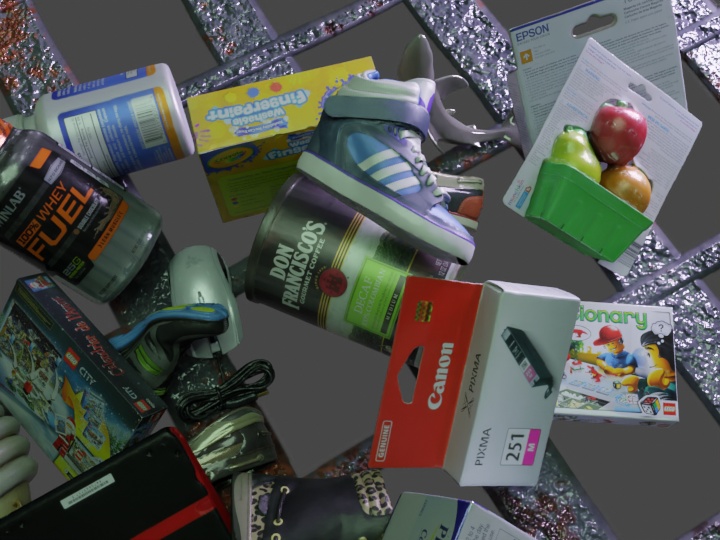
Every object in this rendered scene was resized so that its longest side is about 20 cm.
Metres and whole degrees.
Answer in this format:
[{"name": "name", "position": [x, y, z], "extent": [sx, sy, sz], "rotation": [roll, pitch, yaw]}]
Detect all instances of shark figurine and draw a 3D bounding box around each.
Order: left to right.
[{"name": "shark figurine", "position": [0.106, -0.163, 1.031], "extent": [0.214, 0.128, 0.090], "rotation": [24, 38, -34]}]

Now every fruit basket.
[{"name": "fruit basket", "position": [0.266, -0.120, 0.989], "extent": [0.185, 0.094, 0.200], "rotation": [27, 83, -23]}]

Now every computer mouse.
[{"name": "computer mouse", "position": [-0.168, 0.057, 0.980], "extent": [0.110, 0.044, 0.200], "rotation": [-18, 69, -5]}]

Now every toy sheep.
[{"name": "toy sheep", "position": [-0.398, 0.185, 0.887], "extent": [0.138, 0.138, 0.200], "rotation": [-39, 90, -13]}]

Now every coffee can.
[{"name": "coffee can", "position": [0.000, 0.000, 0.946], "extent": [0.200, 0.146, 0.147], "rotation": [21, 70, 9]}]

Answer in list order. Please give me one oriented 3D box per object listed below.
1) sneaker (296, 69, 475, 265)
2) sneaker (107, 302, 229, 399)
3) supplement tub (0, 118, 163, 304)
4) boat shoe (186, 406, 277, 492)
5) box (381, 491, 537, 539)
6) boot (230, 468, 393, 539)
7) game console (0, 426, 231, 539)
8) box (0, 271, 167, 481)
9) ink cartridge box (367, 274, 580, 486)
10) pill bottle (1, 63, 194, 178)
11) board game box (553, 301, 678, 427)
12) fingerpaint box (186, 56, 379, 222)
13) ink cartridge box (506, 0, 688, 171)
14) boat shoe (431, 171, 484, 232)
[{"name": "sneaker", "position": [0.051, -0.112, 0.859], "extent": [0.200, 0.081, 0.147], "rotation": [32, 86, 15]}, {"name": "sneaker", "position": [-0.206, 0.090, 0.928], "extent": [0.199, 0.071, 0.083], "rotation": [-29, 79, 25]}, {"name": "supplement tub", "position": [-0.320, -0.063, 0.945], "extent": [0.200, 0.122, 0.123], "rotation": [35, 69, -22]}, {"name": "boat shoe", "position": [-0.172, 0.216, 0.901], "extent": [0.200, 0.075, 0.073], "rotation": [-33, 71, -11]}, {"name": "box", "position": [0.100, 0.320, 0.791], "extent": [0.200, 0.105, 0.184], "rotation": [35, 68, -25]}, {"name": "boot", "position": [-0.039, 0.269, 0.818], "extent": [0.150, 0.073, 0.200], "rotation": [-4, 46, -11]}, {"name": "game console", "position": [-0.222, 0.269, 0.861], "extent": [0.200, 0.031, 0.177], "rotation": [-29, 93, -4]}, {"name": "box", "position": [-0.299, 0.119, 0.917], "extent": [0.200, 0.038, 0.137], "rotation": [44, 118, 16]}, {"name": "ink cartridge box", "position": [0.110, 0.109, 0.869], "extent": [0.173, 0.044, 0.200], "rotation": [6, 102, -26]}, {"name": "pill bottle", "position": [-0.301, -0.159, 1.032], "extent": [0.200, 0.112, 0.112], "rotation": [-17, 69, -5]}, {"name": "board game box", "position": [0.233, 0.097, 0.963], "extent": [0.200, 0.035, 0.126], "rotation": [3, 68, 2]}, {"name": "fingerpaint box", "position": [-0.074, -0.140, 0.992], "extent": [0.200, 0.167, 0.073], "rotation": [-14, 69, -4]}, {"name": "ink cartridge box", "position": [0.267, -0.205, 1.016], "extent": [0.196, 0.043, 0.200], "rotation": [-20, 111, -8]}, {"name": "boat shoe", "position": [0.049, -0.096, 0.994], "extent": [0.200, 0.071, 0.063], "rotation": [15, 85, -22]}]
